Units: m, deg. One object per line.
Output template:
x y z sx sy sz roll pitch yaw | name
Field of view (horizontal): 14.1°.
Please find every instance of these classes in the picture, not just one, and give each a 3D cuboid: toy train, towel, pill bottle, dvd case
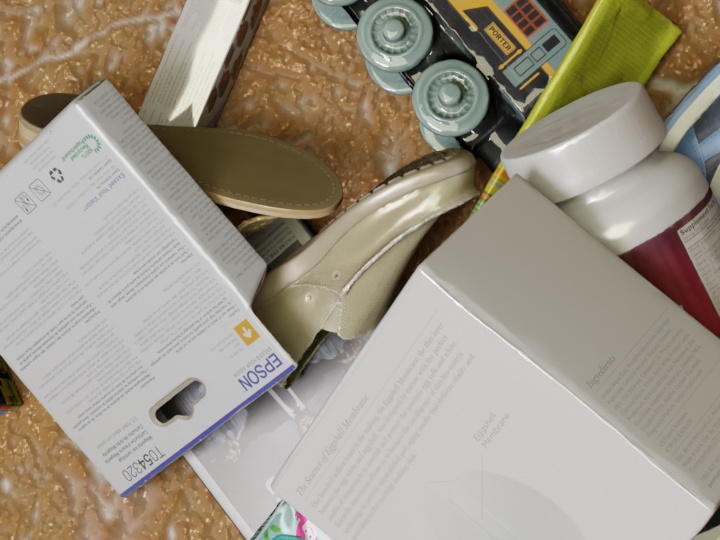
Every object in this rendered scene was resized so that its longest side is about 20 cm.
0.049 -0.155 1.731 0.114 0.085 0.200 -39 77 -3 | toy train
0.116 -0.069 1.703 0.018 0.086 0.201 33 96 32 | towel
0.162 0.003 1.648 0.109 0.110 0.201 -25 103 12 | pill bottle
-0.039 0.082 1.769 0.150 0.025 0.200 -40 79 10 | dvd case

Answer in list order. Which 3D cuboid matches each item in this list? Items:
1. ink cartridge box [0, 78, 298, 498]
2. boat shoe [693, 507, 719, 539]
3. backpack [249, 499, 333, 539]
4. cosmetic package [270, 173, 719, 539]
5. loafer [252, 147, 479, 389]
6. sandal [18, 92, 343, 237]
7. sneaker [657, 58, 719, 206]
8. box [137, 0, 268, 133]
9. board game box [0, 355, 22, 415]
-0.146 0.014 1.729 0.200 0.043 0.196 49 133 -4 | ink cartridge box
0.237 0.126 1.676 0.073 0.065 0.200 36 97 13 | boat shoe
-0.021 0.238 1.688 0.177 0.151 0.200 41 118 7 | backpack
0.091 0.095 1.593 0.200 0.123 0.200 39 131 5 | cosmetic package
0.000 0.000 1.711 0.200 0.076 0.068 -37 91 26 | loafer
-0.107 -0.045 1.742 0.211 0.078 0.070 17 124 17 | sandal
0.250 -0.107 1.680 0.082 0.074 0.200 43 107 15 | sneaker
-0.109 -0.101 1.785 0.041 0.039 0.201 23 94 14 | box
-0.328 0.028 1.827 0.165 0.057 0.201 -26 82 10 | board game box
